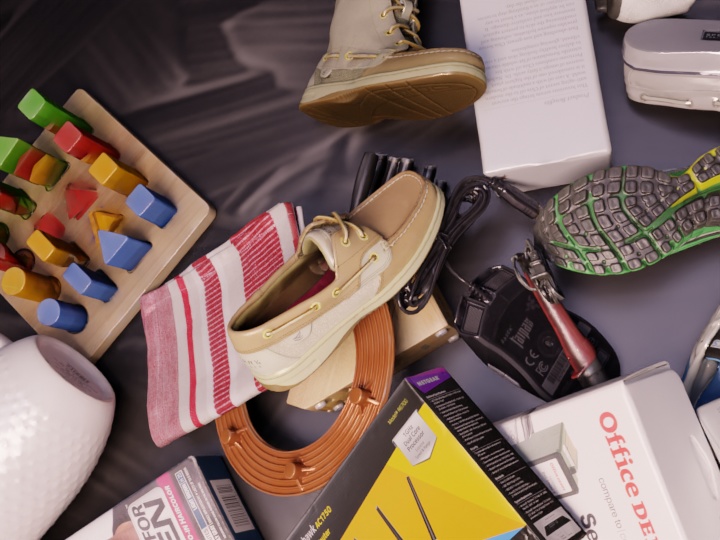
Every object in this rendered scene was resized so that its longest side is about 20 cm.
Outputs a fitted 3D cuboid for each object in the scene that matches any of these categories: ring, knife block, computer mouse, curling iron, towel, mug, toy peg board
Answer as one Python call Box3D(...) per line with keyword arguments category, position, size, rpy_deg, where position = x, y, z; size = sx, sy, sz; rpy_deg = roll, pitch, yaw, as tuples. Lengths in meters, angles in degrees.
Box3D(category="ring", position=(-0.055, 0.077, 0.768), size=(0.200, 0.019, 0.202), rpy_deg=(-16, 66, 39))
Box3D(category="knife block", position=(0.000, 0.000, 0.810), size=(0.199, 0.064, 0.176), rpy_deg=(-32, 72, 10))
Box3D(category="computer mouse", position=(0.127, 0.018, 0.762), size=(0.199, 0.046, 0.141), rpy_deg=(32, 71, -7))
Box3D(category="curling iron", position=(0.164, 0.069, 0.718), size=(0.025, 0.050, 0.201), rpy_deg=(-27, 94, 17))
Box3D(category="towel", position=(-0.114, 0.046, 0.806), size=(0.199, 0.023, 0.145), rpy_deg=(-31, 57, 31))
Box3D(category="mug", position=(-0.321, 0.132, 0.834), size=(0.200, 0.148, 0.175), rpy_deg=(43, 92, 8))
Box3D(category="toy peg board", position=(-0.278, -0.047, 0.886), size=(0.199, 0.098, 0.200), rpy_deg=(41, 94, 20))

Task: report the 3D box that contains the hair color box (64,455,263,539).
Box3D(category="hair color box", position=(-0.188, 0.252, 0.822), size=(0.199, 0.060, 0.100), rpy_deg=(-35, 71, 9))

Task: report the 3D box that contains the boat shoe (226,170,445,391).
Box3D(category="boat shoe", position=(-0.016, -0.004, 0.702), size=(0.200, 0.066, 0.074), rpy_deg=(-50, 40, -15))

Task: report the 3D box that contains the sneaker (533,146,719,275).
Box3D(category="sneaker", position=(0.230, -0.040, 0.732), size=(0.198, 0.085, 0.079), rpy_deg=(-13, 79, 5))

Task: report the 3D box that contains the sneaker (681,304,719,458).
Box3D(category="sneaker", position=(0.289, 0.044, 0.705), size=(0.072, 0.072, 0.201), rpy_deg=(22, 87, 34))

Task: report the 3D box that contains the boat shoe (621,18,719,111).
Box3D(category="boat shoe", position=(0.300, -0.147, 0.739), size=(0.199, 0.066, 0.072), rpy_deg=(8, 45, 23))

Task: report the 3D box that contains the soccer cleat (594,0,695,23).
Box3D(category="soccer cleat", position=(0.236, -0.300, 0.800), size=(0.086, 0.070, 0.202), rpy_deg=(0, 81, 1))

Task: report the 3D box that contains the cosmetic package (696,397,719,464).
Box3D(category="cosmetic package", position=(0.349, 0.145, 0.594), size=(0.199, 0.165, 0.166), rpy_deg=(-27, 104, 11))

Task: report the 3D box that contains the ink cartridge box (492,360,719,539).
Box3D(category="ink cartridge box", position=(0.144, 0.167, 0.678), size=(0.199, 0.084, 0.146), rpy_deg=(-29, 75, 37))

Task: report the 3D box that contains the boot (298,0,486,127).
Box3D(category="boot", position=(0.034, -0.206, 0.805), size=(0.199, 0.072, 0.156), rpy_deg=(2, 75, 50))

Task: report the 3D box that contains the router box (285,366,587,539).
Box3D(category="router box", position=(0.041, 0.191, 0.676), size=(0.149, 0.051, 0.201), rpy_deg=(49, 124, 25))

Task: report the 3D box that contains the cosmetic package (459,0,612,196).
Box3D(category="cosmetic package", position=(0.142, -0.173, 0.794), size=(0.101, 0.071, 0.202), rpy_deg=(-9, 77, 14))
